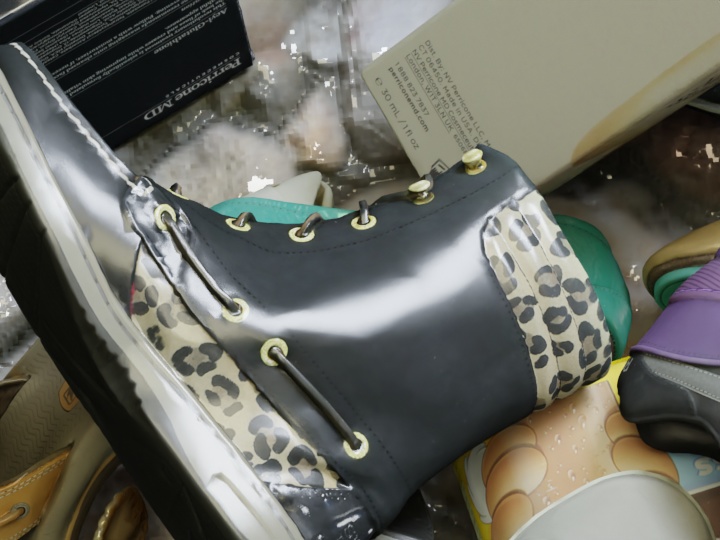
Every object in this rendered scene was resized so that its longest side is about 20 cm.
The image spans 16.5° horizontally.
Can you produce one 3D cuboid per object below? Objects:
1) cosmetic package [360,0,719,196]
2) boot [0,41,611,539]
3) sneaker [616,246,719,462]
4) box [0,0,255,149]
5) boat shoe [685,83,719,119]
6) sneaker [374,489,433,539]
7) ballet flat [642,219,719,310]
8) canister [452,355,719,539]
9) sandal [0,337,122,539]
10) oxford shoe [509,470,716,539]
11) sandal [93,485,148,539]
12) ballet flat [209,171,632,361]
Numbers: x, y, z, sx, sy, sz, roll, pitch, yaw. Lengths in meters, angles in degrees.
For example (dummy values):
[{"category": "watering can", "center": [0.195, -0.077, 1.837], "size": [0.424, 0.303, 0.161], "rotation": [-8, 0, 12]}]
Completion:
[{"category": "cosmetic package", "center": [0.107, -0.096, 0.828], "size": [0.105, 0.200, 0.071], "rotation": [-29, 87, -50]}, {"category": "boot", "center": [-0.027, -0.008, 0.801], "size": [0.153, 0.074, 0.204], "rotation": [-30, 82, -21]}, {"category": "sneaker", "center": [0.163, 0.072, 0.763], "size": [0.088, 0.076, 0.200], "rotation": [-46, 52, -6]}, {"category": "box", "center": [-0.146, -0.080, 0.890], "size": [0.199, 0.141, 0.079], "rotation": [-31, 69, -7]}, {"category": "boat shoe", "center": [0.136, -0.091, 0.918], "size": [0.199, 0.060, 0.076], "rotation": [21, 73, 10]}, {"category": "sneaker", "center": [-0.011, 0.135, 0.842], "size": [0.075, 0.116, 0.201], "rotation": [0, 30, -35]}, {"category": "ballet flat", "center": [0.199, -0.001, 0.887], "size": [0.198, 0.069, 0.063], "rotation": [10, 62, -3]}, {"category": "canister", "center": [0.124, 0.129, 0.831], "size": [0.147, 0.087, 0.201], "rotation": [-17, 69, -4]}, {"category": "sandal", "center": [-0.125, 0.071, 0.851], "size": [0.201, 0.054, 0.080], "rotation": [-57, 43, 10]}, {"category": "oxford shoe", "center": [0.054, 0.118, 0.727], "size": [0.075, 0.058, 0.200], "rotation": [39, 45, 14]}, {"category": "sandal", "center": [-0.070, 0.143, 0.843], "size": [0.069, 0.078, 0.213], "rotation": [-17, 76, -5]}, {"category": "ballet flat", "center": [0.000, 0.000, 0.902], "size": [0.198, 0.068, 0.071], "rotation": [7, 47, 6]}]
